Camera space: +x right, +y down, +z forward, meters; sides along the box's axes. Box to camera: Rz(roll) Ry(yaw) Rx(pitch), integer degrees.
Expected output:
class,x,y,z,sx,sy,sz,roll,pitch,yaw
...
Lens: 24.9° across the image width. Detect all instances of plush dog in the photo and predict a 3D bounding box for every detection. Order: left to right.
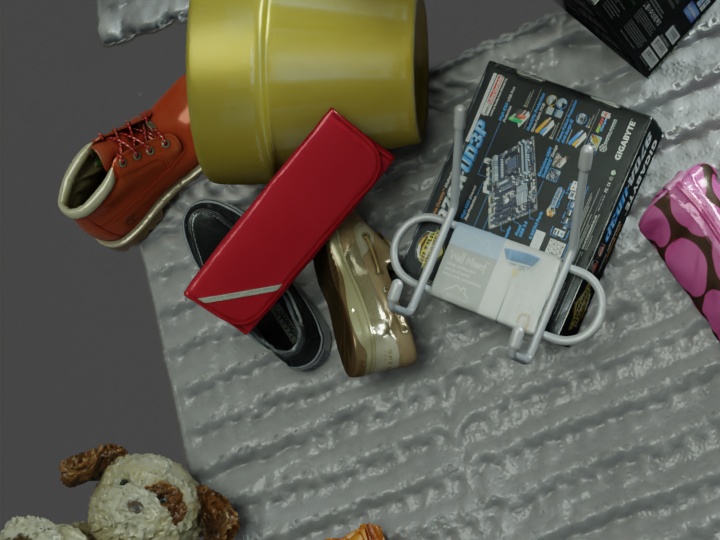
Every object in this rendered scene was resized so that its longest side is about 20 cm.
class,x,y,z,sx,sy,sz,roll,pitch,yaw
plush dog,-0.198,0.242,1.416,0.198,0.161,0.173,21,68,10

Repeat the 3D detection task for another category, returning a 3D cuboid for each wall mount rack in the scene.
class,x,y,z,sx,sy,sz,roll,pitch,yaw
wall mount rack,0.110,-0.027,1.311,0.198,0.074,0.176,21,87,26

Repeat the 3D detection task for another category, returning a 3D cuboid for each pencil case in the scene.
class,x,y,z,sx,sy,sz,roll,pitch,yaw
pencil case,0.293,0.010,1.262,0.090,0.094,0.201,-38,64,11

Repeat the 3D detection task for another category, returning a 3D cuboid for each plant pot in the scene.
class,x,y,z,sx,sy,sz,roll,pitch,yaw
plant pot,-0.039,-0.176,1.411,0.186,0.201,0.204,0,76,9

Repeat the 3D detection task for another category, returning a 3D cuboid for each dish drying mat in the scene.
class,x,y,z,sx,sy,sz,roll,pitch,yaw
dish drying mat,-0.060,-0.038,1.366,0.200,0.077,0.018,-49,28,12

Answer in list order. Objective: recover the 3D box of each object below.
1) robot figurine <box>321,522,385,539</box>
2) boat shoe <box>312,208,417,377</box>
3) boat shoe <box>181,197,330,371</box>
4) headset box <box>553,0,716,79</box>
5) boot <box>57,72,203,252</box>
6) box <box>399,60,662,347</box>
class,x,y,z,sx,sy,sz,roll,pitch,yaw
robot figurine,-0.051,0.302,1.360,0.199,0.058,0.146,-34,65,12
boat shoe,0.000,0.000,1.417,0.064,0.072,0.202,-6,61,-14
boat shoe,-0.104,0.006,1.453,0.072,0.068,0.201,-41,65,9
headset box,0.176,-0.276,1.342,0.093,0.174,0.200,-48,62,6
boot,-0.197,-0.113,1.505,0.075,0.107,0.201,38,92,28
box,0.142,-0.058,1.372,0.158,0.046,0.202,22,87,27
